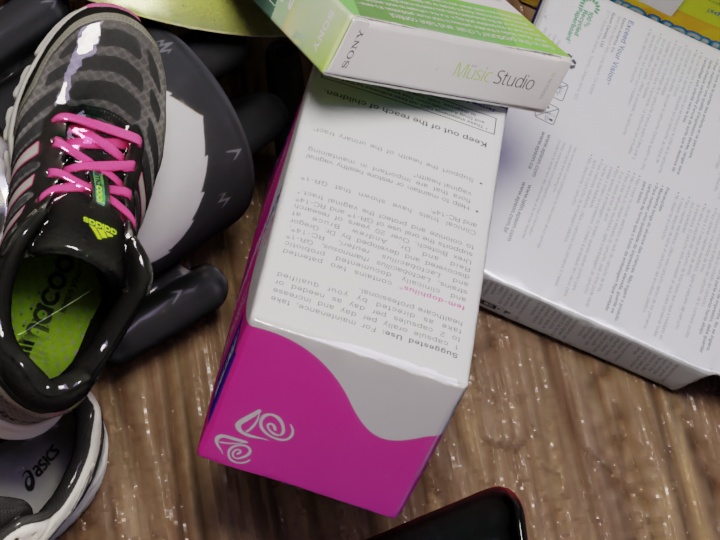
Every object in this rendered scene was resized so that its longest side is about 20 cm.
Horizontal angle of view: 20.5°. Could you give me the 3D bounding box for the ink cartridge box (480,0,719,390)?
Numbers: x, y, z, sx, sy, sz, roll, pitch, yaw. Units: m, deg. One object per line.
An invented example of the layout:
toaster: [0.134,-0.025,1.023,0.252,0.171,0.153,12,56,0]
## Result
ink cartridge box: [0.162,-0.040,1.092,0.200,0.043,0.197,25,62,-2]

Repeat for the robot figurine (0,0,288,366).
robot figurine: [-0.132,-0.048,0.981,0.200,0.125,0.150,-35,65,-26]

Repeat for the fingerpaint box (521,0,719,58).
fingerpaint box: [0.209,-0.180,1.102,0.200,0.167,0.073,24,63,1]

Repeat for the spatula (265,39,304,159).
spatula: [-0.034,-0.041,1.060,0.056,0.021,0.200,1,63,-11]

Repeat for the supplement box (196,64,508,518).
supplement box: [0.000,0.000,0.936,0.103,0.101,0.200,17,43,-7]

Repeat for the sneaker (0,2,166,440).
sneaker: [-0.122,-0.023,0.869,0.074,0.087,0.200,19,80,-24]

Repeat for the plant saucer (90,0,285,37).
plant saucer: [-0.109,-0.174,1.037,0.200,0.031,0.200,17,22,-7]

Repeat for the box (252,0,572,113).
box: [-0.006,-0.150,0.989,0.144,0.036,0.200,6,30,-40]

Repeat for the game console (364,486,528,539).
game console: [-0.015,0.205,0.884,0.172,0.119,0.200,1,63,-12]

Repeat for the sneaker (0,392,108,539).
sneaker: [-0.187,0.126,0.903,0.076,0.088,0.200,32,63,2]
